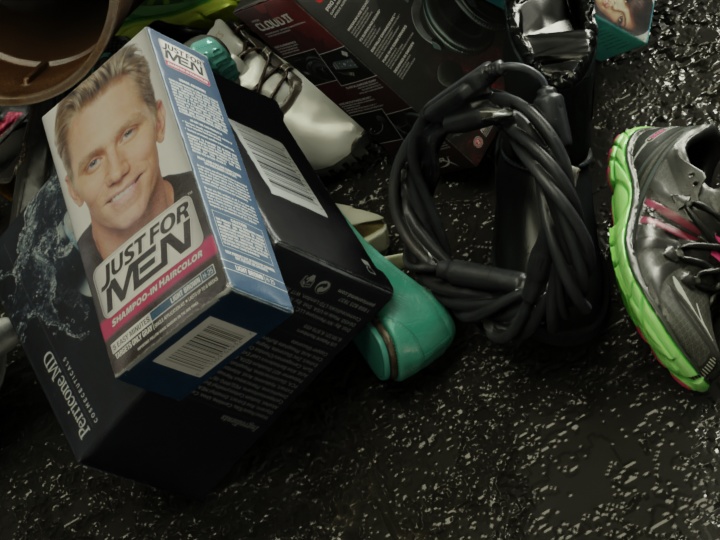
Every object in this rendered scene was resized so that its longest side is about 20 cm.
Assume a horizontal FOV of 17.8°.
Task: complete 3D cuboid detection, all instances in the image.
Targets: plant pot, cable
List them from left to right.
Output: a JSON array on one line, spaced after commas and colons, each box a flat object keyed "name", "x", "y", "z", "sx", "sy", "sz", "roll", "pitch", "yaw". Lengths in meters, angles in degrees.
[{"name": "plant pot", "x": -0.213, "y": -0.242, "z": 1.590, "sx": 0.200, "sy": 0.201, "sz": 0.198, "roll": -4, "pitch": 23, "yaw": 24}, {"name": "cable", "x": 0.081, "y": -0.035, "z": 1.395, "sx": 0.051, "sy": 0.200, "sz": 0.164, "roll": -22, "pitch": 85, "yaw": -30}]

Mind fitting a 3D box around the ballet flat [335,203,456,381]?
[{"name": "ballet flat", "x": 0.000, "y": 0.000, "z": 1.517, "sx": 0.070, "sy": 0.067, "sz": 0.200, "roll": -21, "pitch": 44, "yaw": -21}]

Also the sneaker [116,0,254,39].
[{"name": "sneaker", "x": -0.135, "y": -0.208, "z": 1.715, "sx": 0.200, "sy": 0.074, "sz": 0.084, "roll": -12, "pitch": 77, "yaw": 19}]

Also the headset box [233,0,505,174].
[{"name": "headset box", "x": 0.024, "y": -0.182, "z": 1.537, "sx": 0.077, "sy": 0.200, "sz": 0.149, "roll": -8, "pitch": 46, "yaw": 57}]

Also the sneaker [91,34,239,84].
[{"name": "sneaker", "x": -0.151, "y": -0.126, "z": 1.593, "sx": 0.077, "sy": 0.200, "sz": 0.091, "roll": -22, "pitch": 82, "yaw": -32}]

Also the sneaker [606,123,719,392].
[{"name": "sneaker", "x": 0.200, "y": -0.018, "z": 1.412, "sx": 0.084, "sy": 0.077, "sz": 0.200, "roll": -17, "pitch": 51, "yaw": 20}]

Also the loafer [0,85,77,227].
[{"name": "loafer", "x": -0.230, "y": -0.069, "z": 1.657, "sx": 0.072, "sy": 0.073, "sz": 0.200, "roll": -12, "pitch": 56, "yaw": 8}]

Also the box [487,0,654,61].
[{"name": "box", "x": 0.108, "y": -0.218, "z": 1.520, "sx": 0.049, "sy": 0.200, "sz": 0.082, "roll": -16, "pitch": 57, "yaw": 53}]

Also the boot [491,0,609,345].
[{"name": "boot", "x": 0.120, "y": -0.076, "z": 1.432, "sx": 0.073, "sy": 0.163, "sz": 0.199, "roll": -1, "pitch": 50, "yaw": -3}]

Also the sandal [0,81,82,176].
[{"name": "sandal", "x": -0.294, "y": -0.100, "z": 1.744, "sx": 0.200, "sy": 0.045, "sz": 0.075, "roll": -15, "pitch": 50, "yaw": 16}]

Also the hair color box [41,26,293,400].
[{"name": "hair color box", "x": -0.118, "y": -0.035, "z": 1.375, "sx": 0.100, "sy": 0.060, "sz": 0.200, "roll": -37, "pitch": 53, "yaw": 24}]

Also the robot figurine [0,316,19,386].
[{"name": "robot figurine", "x": -0.320, "y": 0.067, "z": 1.565, "sx": 0.200, "sy": 0.113, "sz": 0.170, "roll": -28, "pitch": 88, "yaw": 36}]

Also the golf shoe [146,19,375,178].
[{"name": "golf shoe", "x": -0.077, "y": -0.125, "z": 1.622, "sx": 0.200, "sy": 0.095, "sz": 0.078, "roll": 16, "pitch": 63, "yaw": 33}]

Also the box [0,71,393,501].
[{"name": "box", "x": -0.116, "y": 0.003, "z": 1.480, "sx": 0.200, "sy": 0.117, "sz": 0.197, "roll": -48, "pitch": 49, "yaw": 18}]
